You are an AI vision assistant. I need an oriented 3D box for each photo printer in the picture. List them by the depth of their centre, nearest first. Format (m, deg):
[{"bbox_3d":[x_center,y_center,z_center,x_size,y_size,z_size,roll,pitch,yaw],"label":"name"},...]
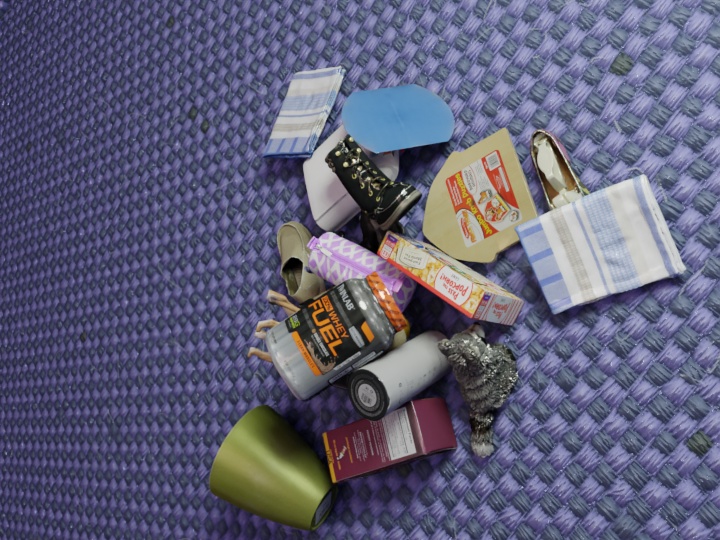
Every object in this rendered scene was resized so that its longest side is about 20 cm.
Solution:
[{"bbox_3d":[-0.015,-0.192,1.244,0.199,0.069,0.169,-37,48,29],"label":"photo printer"}]

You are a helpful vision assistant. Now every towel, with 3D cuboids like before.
[{"bbox_3d":[0.332,-0.030,0.949,0.197,0.024,0.150,-22,97,32],"label":"towel"},{"bbox_3d":[-0.116,-0.316,1.348,0.144,0.024,0.204,6,70,40],"label":"towel"}]

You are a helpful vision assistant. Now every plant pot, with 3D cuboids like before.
[{"bbox_3d":[-0.143,0.381,1.241,0.197,0.186,0.191,26,100,22],"label":"plant pot"}]

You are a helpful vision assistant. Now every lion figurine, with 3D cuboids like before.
[{"bbox_3d":[-0.116,0.113,1.120,0.201,0.120,0.074,118,169,-56],"label":"lion figurine"}]

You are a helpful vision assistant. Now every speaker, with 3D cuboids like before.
[{"bbox_3d":[0.070,0.161,1.063,0.080,0.198,0.083,12,111,36],"label":"speaker"}]

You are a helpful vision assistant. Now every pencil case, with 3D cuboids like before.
[{"bbox_3d":[0.000,0.000,1.140,0.197,0.086,0.085,25,72,27],"label":"pencil case"}]

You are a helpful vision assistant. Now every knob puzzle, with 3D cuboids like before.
[{"bbox_3d":[0.188,-0.105,1.114,0.216,0.030,0.226,-5,82,37],"label":"knob puzzle"}]

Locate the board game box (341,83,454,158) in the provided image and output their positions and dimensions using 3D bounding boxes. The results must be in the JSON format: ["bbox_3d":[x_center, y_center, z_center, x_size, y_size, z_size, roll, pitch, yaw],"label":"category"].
[{"bbox_3d":[0.062,-0.252,1.168,0.039,0.195,0.160,97,157,-51],"label":"board game box"}]

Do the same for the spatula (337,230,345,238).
[{"bbox_3d":[-0.046,0.026,1.288,0.056,0.020,0.206,3,85,46],"label":"spatula"}]

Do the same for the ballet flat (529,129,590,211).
[{"bbox_3d":[0.298,-0.123,1.004,0.068,0.070,0.204,-31,67,30],"label":"ballet flat"}]

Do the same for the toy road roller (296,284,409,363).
[{"bbox_3d":[-0.016,0.122,1.178,0.198,0.122,0.149,33,137,36],"label":"toy road roller"}]

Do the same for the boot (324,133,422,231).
[{"bbox_3d":[0.013,-0.143,1.066,0.073,0.203,0.155,-40,96,-9],"label":"boot"}]

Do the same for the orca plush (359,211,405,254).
[{"bbox_3d":[0.024,-0.030,1.208,0.103,0.070,0.206,-7,80,37],"label":"orca plush"}]

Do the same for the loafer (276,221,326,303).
[{"bbox_3d":[-0.124,-0.019,1.319,0.076,0.068,0.203,-43,54,25],"label":"loafer"}]

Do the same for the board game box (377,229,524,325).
[{"bbox_3d":[0.142,0.011,1.060,0.199,0.150,0.047,35,103,36],"label":"board game box"}]

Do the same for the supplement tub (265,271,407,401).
[{"bbox_3d":[-0.035,0.095,1.019,0.198,0.123,0.124,-33,62,-1],"label":"supplement tub"}]

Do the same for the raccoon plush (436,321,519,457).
[{"bbox_3d":[0.177,0.183,1.021,0.095,0.133,0.206,-12,77,34],"label":"raccoon plush"}]

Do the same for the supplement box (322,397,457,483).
[{"bbox_3d":[0.047,0.284,1.126,0.198,0.109,0.088,-28,68,32],"label":"supplement box"}]

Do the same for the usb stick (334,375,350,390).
[{"bbox_3d":[-0.084,0.185,1.292,0.196,0.032,0.057,7,96,38],"label":"usb stick"}]
